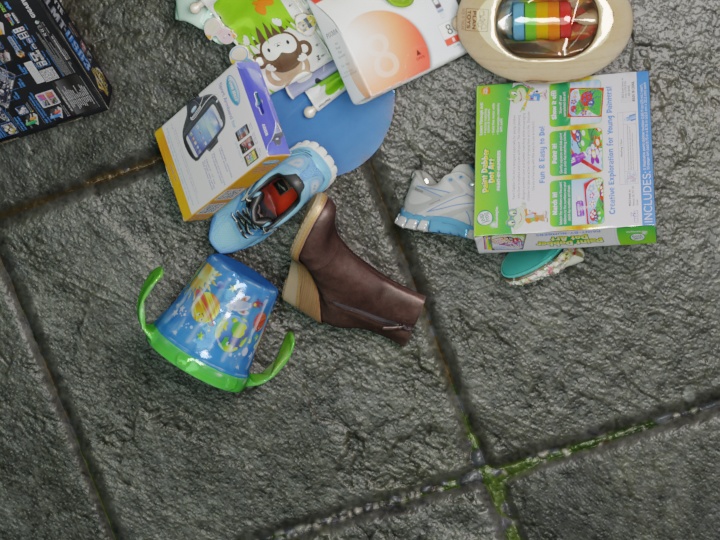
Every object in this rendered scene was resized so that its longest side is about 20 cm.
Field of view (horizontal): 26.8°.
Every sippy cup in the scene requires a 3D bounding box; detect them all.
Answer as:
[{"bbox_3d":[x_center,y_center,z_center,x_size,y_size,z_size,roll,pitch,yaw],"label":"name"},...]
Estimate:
[{"bbox_3d":[-0.168,0.056,1.808,0.139,0.177,0.131,33,97,32],"label":"sippy cup"}]

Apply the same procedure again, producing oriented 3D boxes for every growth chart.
[{"bbox_3d":[-0.085,-0.266,1.708,0.200,0.018,0.145,43,116,-14],"label":"growth chart"}]

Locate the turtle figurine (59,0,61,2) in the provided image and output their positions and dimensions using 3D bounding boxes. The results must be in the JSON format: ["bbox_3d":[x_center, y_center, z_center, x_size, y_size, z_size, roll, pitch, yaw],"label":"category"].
[{"bbox_3d":[-0.417,-0.402,1.768,0.149,0.101,0.201,-15,103,9],"label":"turtle figurine"}]

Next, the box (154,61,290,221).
[{"bbox_3d":[-0.155,-0.152,1.740,0.200,0.041,0.120,-31,73,41],"label":"box"}]

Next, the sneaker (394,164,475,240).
[{"bbox_3d":[0.132,-0.076,1.722,0.199,0.075,0.087,11,92,29],"label":"sneaker"}]

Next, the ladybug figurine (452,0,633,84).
[{"bbox_3d":[0.201,-0.277,1.673,0.198,0.072,0.137,4,101,8],"label":"ladybug figurine"}]

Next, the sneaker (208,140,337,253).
[{"bbox_3d":[-0.120,-0.078,1.767,0.079,0.090,0.200,49,127,-5],"label":"sneaker"}]

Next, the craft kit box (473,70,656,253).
[{"bbox_3d":[0.224,-0.119,1.663,0.196,0.049,0.201,-2,62,11],"label":"craft kit box"}]

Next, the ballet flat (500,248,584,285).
[{"bbox_3d":[0.248,-0.045,1.725,0.064,0.076,0.200,30,117,-31],"label":"ballet flat"}]

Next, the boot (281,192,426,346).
[{"bbox_3d":[0.000,0.000,1.754,0.165,0.073,0.201,19,141,3],"label":"boot"}]

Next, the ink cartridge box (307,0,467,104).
[{"bbox_3d":[0.023,-0.306,1.673,0.050,0.162,0.201,-8,108,59],"label":"ink cartridge box"}]

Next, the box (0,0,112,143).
[{"bbox_3d":[-0.425,-0.246,1.781,0.197,0.050,0.201,-15,133,16],"label":"box"}]

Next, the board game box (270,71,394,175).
[{"bbox_3d":[-0.052,-0.209,1.767,0.158,0.039,0.200,-43,89,24],"label":"board game box"}]

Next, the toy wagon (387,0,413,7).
[{"bbox_3d":[0.045,-0.365,1.666,0.199,0.040,0.156,18,67,-14],"label":"toy wagon"}]

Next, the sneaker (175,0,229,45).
[{"bbox_3d":[-0.122,-0.315,1.736,0.199,0.074,0.119,11,99,19],"label":"sneaker"}]
